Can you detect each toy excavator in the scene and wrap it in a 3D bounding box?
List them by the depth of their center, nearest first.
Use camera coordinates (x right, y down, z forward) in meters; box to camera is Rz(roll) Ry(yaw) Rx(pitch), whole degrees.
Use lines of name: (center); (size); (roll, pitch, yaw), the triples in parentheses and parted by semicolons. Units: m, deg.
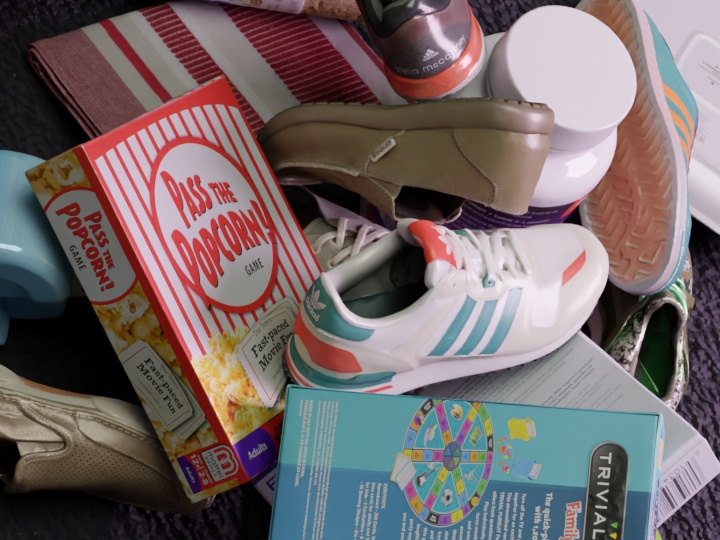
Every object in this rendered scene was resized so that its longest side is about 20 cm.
toy excavator: (-0.172, -0.003, 1.565); (0.200, 0.195, 0.100); (1, 59, 9)

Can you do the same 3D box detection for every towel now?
towel: (-0.083, -0.112, 1.702); (0.200, 0.023, 0.144); (-20, 57, -31)

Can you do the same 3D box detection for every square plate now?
square plate: (0.228, -0.118, 1.833); (0.200, 0.028, 0.198); (35, 46, 0)

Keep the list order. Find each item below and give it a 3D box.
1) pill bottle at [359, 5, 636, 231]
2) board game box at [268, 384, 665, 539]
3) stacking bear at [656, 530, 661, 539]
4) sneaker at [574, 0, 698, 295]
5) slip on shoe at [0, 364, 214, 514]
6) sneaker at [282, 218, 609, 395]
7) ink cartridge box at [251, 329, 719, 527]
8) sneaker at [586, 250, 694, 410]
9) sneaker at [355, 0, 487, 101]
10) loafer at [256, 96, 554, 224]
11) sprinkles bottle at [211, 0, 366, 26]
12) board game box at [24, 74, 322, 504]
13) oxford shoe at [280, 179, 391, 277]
pill bottle: (0.083, -0.071, 1.659); (0.111, 0.200, 0.112); (10, 61, -18)
board game box: (0.053, 0.145, 1.468); (0.200, 0.047, 0.151); (4, 72, 9)
stacking bear: (0.114, 0.152, 1.615); (0.114, 0.122, 0.200); (1, 56, -21)
sneaker: (0.177, -0.072, 1.713); (0.080, 0.071, 0.200); (27, 51, -49)
slip on shoe: (-0.176, 0.097, 1.532); (0.200, 0.076, 0.061); (24, 50, -8)
sneaker: (0.055, 0.008, 1.533); (0.199, 0.093, 0.070); (-18, 58, -20)
ink cartridge box: (0.067, 0.116, 1.568); (0.200, 0.041, 0.200); (-41, 44, -7)
sneaker: (0.181, 0.030, 1.714); (0.077, 0.089, 0.200); (18, 56, -15)
sneaker: (0.022, -0.182, 1.613); (0.077, 0.082, 0.200); (-27, 39, 4)
loafer: (0.019, -0.059, 1.573); (0.076, 0.200, 0.068); (7, 83, -46)
sprinkles bottle: (-0.082, -0.196, 1.718); (0.200, 0.068, 0.068); (7, 61, -9)
board game box: (-0.084, 0.007, 1.547); (0.151, 0.046, 0.200); (-35, 99, -56)
oxford shoe: (0.000, 0.000, 1.621); (0.200, 0.058, 0.075); (25, 60, 26)
